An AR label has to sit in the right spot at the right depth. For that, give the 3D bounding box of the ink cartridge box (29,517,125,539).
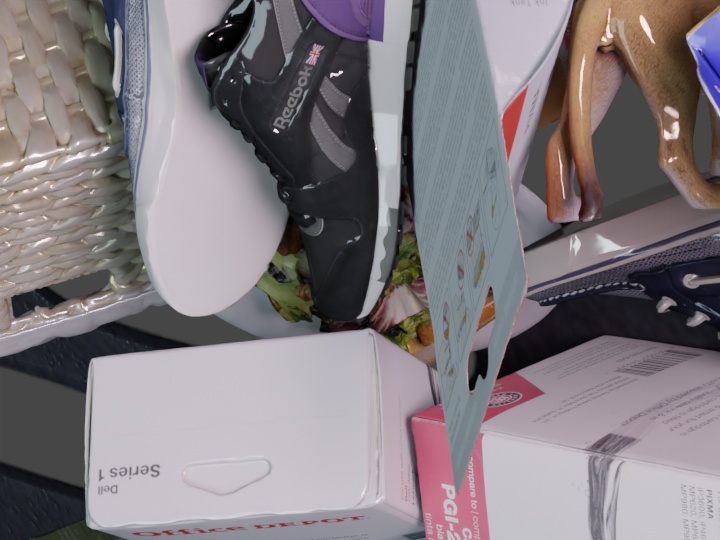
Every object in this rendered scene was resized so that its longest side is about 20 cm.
[{"bbox_3d":[-0.122,0.252,1.394,0.148,0.076,0.200,-158,49,-74],"label":"ink cartridge box"}]

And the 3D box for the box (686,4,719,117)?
[{"bbox_3d":[0.196,-0.059,0.844,0.041,0.200,0.119,-40,80,33],"label":"box"}]

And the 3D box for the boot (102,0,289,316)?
[{"bbox_3d":[-0.077,-0.086,1.028,0.090,0.073,0.200,44,136,51],"label":"boot"}]

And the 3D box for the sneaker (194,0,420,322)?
[{"bbox_3d":[-0.027,-0.072,0.976,0.076,0.087,0.200,-106,17,-61],"label":"sneaker"}]

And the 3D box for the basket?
[{"bbox_3d":[-0.176,-0.085,1.156,0.161,0.198,0.200,92,158,-59],"label":"basket"}]

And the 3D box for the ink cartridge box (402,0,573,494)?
[{"bbox_3d":[0.054,-0.040,0.904,0.163,0.057,0.200,101,159,-56],"label":"ink cartridge box"}]

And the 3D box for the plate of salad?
[{"bbox_3d":[0.000,0.000,1.113,0.200,0.048,0.200,5,148,3],"label":"plate of salad"}]

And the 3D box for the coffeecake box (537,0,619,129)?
[{"bbox_3d":[0.006,-0.133,1.100,0.200,0.073,0.154,-7,104,47],"label":"coffeecake box"}]

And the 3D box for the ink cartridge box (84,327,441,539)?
[{"bbox_3d":[-0.025,0.093,1.120,0.146,0.200,0.084,-7,73,18],"label":"ink cartridge box"}]

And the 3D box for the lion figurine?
[{"bbox_3d":[0.129,-0.090,0.894,0.072,0.200,0.123,0,102,33],"label":"lion figurine"}]

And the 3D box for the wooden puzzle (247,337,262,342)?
[{"bbox_3d":[-0.028,0.124,1.300,0.200,0.046,0.185,-22,94,45],"label":"wooden puzzle"}]

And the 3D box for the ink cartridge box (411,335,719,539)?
[{"bbox_3d":[0.145,0.094,1.018,0.200,0.146,0.085,6,108,45],"label":"ink cartridge box"}]

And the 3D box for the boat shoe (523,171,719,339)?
[{"bbox_3d":[0.154,0.007,1.011,0.200,0.075,0.093,-19,96,42],"label":"boat shoe"}]
